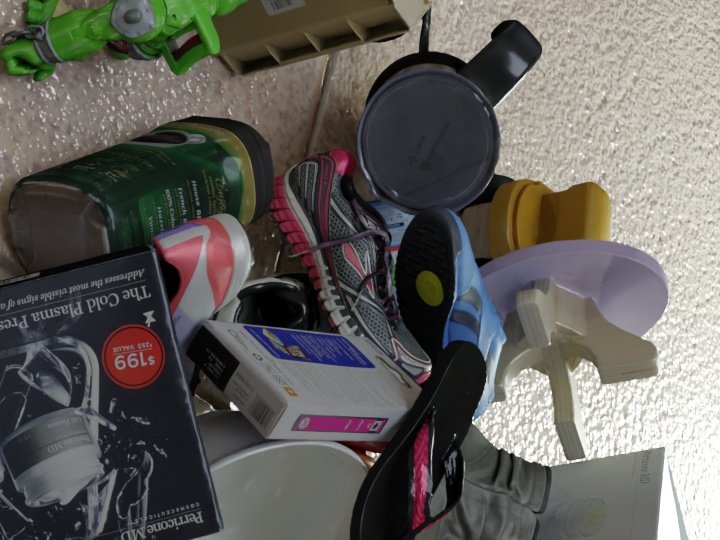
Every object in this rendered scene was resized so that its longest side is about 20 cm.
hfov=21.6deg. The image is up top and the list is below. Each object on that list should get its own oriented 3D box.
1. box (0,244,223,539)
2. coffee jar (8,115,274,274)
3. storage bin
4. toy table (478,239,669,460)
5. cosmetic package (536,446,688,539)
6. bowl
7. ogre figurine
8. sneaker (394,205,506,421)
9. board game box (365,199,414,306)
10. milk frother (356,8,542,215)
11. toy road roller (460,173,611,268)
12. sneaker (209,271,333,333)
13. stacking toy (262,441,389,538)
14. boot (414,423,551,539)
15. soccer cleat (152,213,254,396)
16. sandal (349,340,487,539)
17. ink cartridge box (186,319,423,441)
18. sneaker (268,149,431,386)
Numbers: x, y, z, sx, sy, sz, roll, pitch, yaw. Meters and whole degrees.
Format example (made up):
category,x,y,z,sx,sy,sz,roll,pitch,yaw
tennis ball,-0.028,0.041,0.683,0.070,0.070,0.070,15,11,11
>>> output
category,x,y,z,sx,sy,sz,roll,pitch,yaw
box,-0.204,0.096,1.197,0.198,0.104,0.184,-15,95,-8
coffee jar,-0.153,-0.052,1.373,0.199,0.104,0.086,-28,119,-49
storage bin,-0.057,-0.270,1.464,0.094,0.199,0.200,-52,121,-41
toy table,0.169,0.060,1.635,0.184,0.199,0.118,56,24,-31
cosmetic package,0.169,0.254,1.577,0.200,0.198,0.124,-61,138,-68
bowl,-0.098,0.167,1.370,0.200,0.201,0.091,21,24,-47
ogre figurine,-0.158,-0.189,1.386,0.199,0.119,0.099,2,80,-51
sneaker,0.078,0.032,1.529,0.078,0.066,0.202,-27,124,-36
board game box,0.028,0.040,1.602,0.151,0.036,0.202,-13,92,-69
milk frother,0.035,-0.164,1.567,0.182,0.199,0.188,-62,-177,10
toy road roller,0.183,-0.009,1.747,0.199,0.145,0.124,32,57,-43
sneaker,-0.063,0.040,1.480,0.199,0.087,0.076,-15,92,-53
stacking toy,-0.043,0.179,1.476,0.116,0.109,0.202,34,74,-79
boot,0.071,0.201,1.429,0.130,0.068,0.201,33,57,-7
soccer cleat,-0.143,0.041,1.327,0.073,0.201,0.068,-8,51,-40
sandal,0.050,0.140,1.353,0.201,0.045,0.075,-62,141,-21
ink cartridge box,-0.028,0.080,1.349,0.199,0.095,0.037,6,121,-53
sneaker,0.000,0.000,1.486,0.201,0.074,0.081,60,13,5
